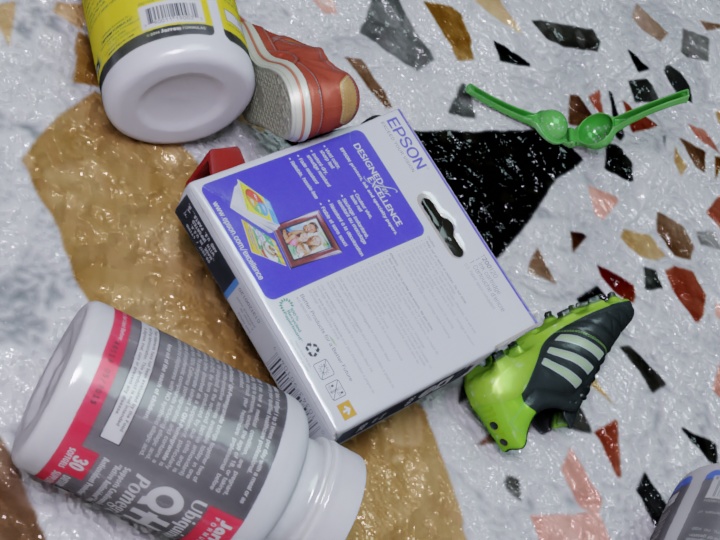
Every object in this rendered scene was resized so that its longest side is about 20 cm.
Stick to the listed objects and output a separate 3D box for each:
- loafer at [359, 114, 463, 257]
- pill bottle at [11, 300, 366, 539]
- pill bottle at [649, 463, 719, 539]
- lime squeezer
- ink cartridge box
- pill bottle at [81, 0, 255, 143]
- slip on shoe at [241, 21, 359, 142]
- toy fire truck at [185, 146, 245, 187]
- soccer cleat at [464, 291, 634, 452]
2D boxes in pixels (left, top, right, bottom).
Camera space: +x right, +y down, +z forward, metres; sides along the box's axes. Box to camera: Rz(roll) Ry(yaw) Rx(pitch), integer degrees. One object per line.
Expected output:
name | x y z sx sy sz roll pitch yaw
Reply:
loafer | 0.043 -0.028 1.110 0.071 0.073 0.201 1 63 -46
pill bottle | -0.101 0.109 0.869 0.199 0.111 0.111 28 47 -15
pill bottle | 0.247 0.240 1.016 0.114 0.114 0.200 43 45 -1
lime squeezer | 0.193 -0.137 1.295 0.199 0.071 0.038 3 70 2
ink cartridge box | 0.000 0.000 0.998 0.199 0.043 0.199 -24 77 -36
pill bottle | -0.152 -0.205 1.063 0.112 0.112 0.201 4 57 -33
slip on shoe | -0.054 -0.142 1.064 0.061 0.074 0.200 -9 22 -18
toy fire truck | -0.036 0.005 1.035 0.141 0.049 0.201 -5 64 -36
soccer cleat | 0.155 0.078 1.115 0.200 0.067 0.081 -26 93 -43
